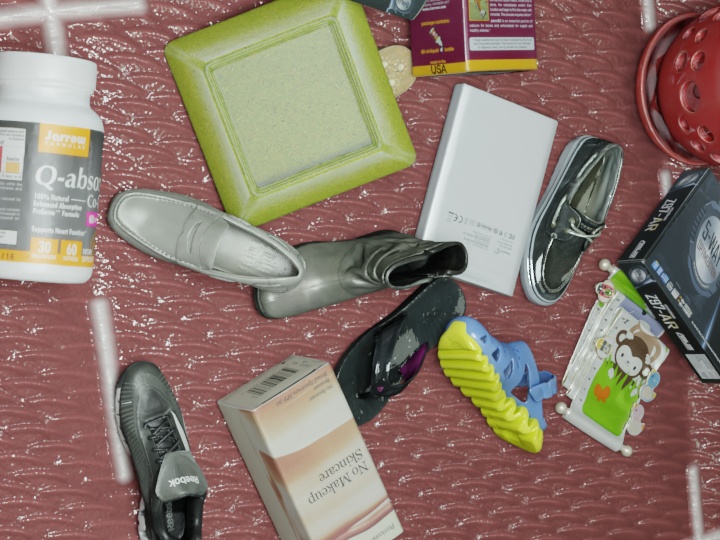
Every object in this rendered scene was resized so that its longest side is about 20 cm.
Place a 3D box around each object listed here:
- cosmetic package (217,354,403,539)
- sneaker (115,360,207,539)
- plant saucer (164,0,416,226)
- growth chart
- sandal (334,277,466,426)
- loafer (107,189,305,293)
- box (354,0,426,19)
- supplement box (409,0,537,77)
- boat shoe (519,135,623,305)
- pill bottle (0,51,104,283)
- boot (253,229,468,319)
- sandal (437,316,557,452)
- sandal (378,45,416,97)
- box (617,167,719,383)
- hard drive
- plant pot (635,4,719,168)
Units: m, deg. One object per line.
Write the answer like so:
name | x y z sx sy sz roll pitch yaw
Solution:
cosmetic package | -0.050 0.199 1.616 0.103 0.087 0.201 -32 108 -25
sneaker | -0.185 0.186 1.537 0.066 0.090 0.202 -13 99 -29
plant saucer | -0.066 -0.161 1.556 0.199 0.048 0.201 -21 100 -2
growth chart | 0.299 0.104 1.845 0.144 0.018 0.201 23 83 -29
sandal | 0.042 0.082 1.681 0.201 0.048 0.075 -47 114 -19
loafer | -0.146 -0.031 1.539 0.199 0.070 0.070 17 86 -12
box | -0.033 -0.337 1.547 0.199 0.044 0.161 14 45 -24
supplement box | 0.114 -0.305 1.663 0.110 0.085 0.202 -8 96 -42
boat shoe | 0.234 -0.057 1.767 0.072 0.071 0.201 20 84 -29
pill bottle | -0.293 -0.092 1.445 0.116 0.116 0.202 4 92 -29
boot | 0.000 0.000 1.605 0.199 0.130 0.068 -19 103 -27
sandal | 0.152 0.109 1.725 0.087 0.079 0.200 -55 133 -20
sandal | -0.014 -0.165 1.622 0.211 0.070 0.078 -39 110 -21
box | 0.405 0.007 1.871 0.160 0.043 0.200 -49 114 -26
hard drive | 0.134 -0.086 1.735 0.131 0.027 0.201 18 85 -29
plant pot | 0.428 -0.206 1.801 0.199 0.182 0.202 -1 91 -28
